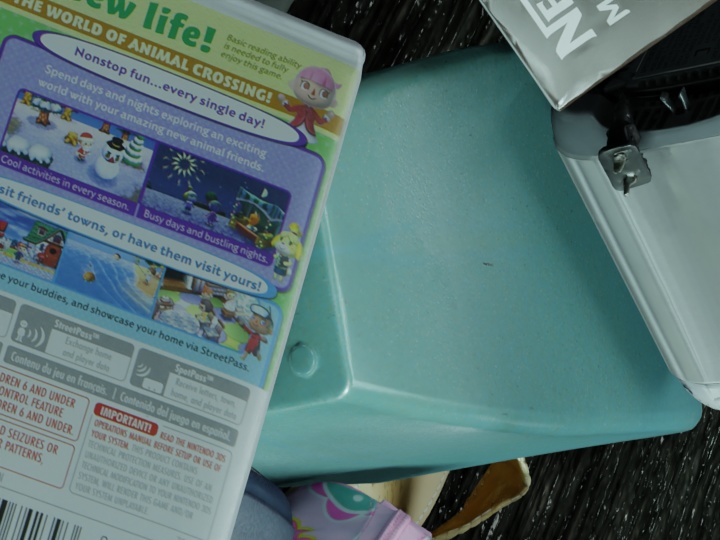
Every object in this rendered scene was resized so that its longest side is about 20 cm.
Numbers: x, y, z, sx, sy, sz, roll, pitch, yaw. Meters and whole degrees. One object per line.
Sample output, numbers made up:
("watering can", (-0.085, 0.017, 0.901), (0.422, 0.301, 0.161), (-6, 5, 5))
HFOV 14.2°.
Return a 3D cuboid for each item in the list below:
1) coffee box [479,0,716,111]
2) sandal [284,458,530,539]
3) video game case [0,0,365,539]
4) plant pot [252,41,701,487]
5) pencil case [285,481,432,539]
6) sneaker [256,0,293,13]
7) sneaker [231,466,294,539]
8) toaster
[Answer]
("coffee box", (0.047, -0.165, 0.890), (0.200, 0.113, 0.080), (54, 7, -13))
("sandal", (0.031, 0.085, 1.141), (0.212, 0.069, 0.078), (-46, 133, -54))
("video game case", (-0.112, -0.012, 0.726), (0.022, 0.199, 0.183), (137, -29, -63))
("plant pot", (0.000, 0.000, 0.970), (0.200, 0.141, 0.142), (-2, 81, -60))
("pencil case", (-0.036, 0.142, 0.915), (0.200, 0.087, 0.088), (-40, 128, -57))
("sneaker", (-0.070, -0.127, 0.792), (0.200, 0.088, 0.074), (28, 45, -42))
("sneaker", (-0.082, 0.004, 0.784), (0.200, 0.070, 0.082), (41, 71, -20))
("toaster", (0.143, -0.043, 0.977), (0.129, 0.113, 0.200), (63, 32, -26))
